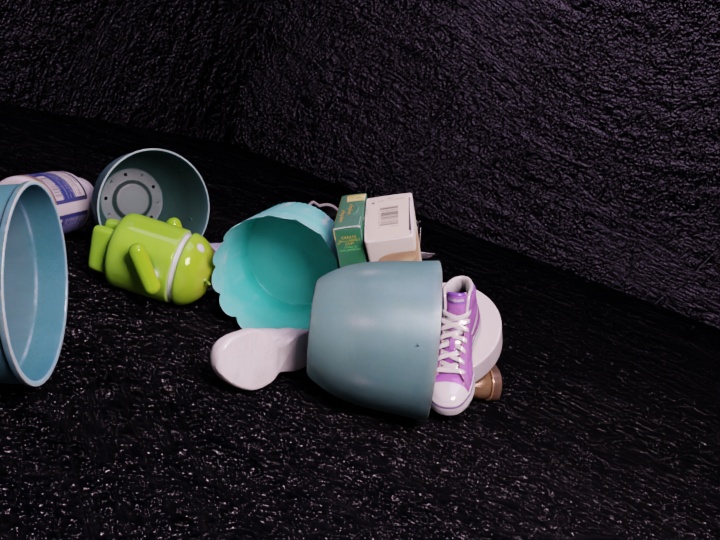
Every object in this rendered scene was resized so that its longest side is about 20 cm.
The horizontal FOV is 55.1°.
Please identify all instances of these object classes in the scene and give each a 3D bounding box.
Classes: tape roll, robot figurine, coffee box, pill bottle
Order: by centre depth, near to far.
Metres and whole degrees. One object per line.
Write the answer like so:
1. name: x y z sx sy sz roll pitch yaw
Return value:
1. coffee box: 0.000 0.000 1.037 0.043 0.204 0.124 -5 29 9
2. robot figurine: -0.315 -0.016 1.072 0.196 0.118 0.176 17 16 0
3. tape roll: 0.122 0.100 1.080 0.198 0.038 0.205 -7 41 6
4. pill bottle: -0.543 -0.115 1.207 0.109 0.113 0.200 17 12 2

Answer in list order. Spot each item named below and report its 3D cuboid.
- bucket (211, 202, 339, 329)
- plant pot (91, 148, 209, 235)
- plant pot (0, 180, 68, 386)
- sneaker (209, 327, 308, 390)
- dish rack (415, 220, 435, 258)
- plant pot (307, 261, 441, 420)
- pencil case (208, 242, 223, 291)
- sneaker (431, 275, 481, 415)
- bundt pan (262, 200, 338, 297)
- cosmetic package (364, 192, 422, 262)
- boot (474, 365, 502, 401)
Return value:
1. bucket: -0.116 -0.004 1.078 0.203 0.211 0.135 18 20 5
2. plant pot: -0.397 -0.120 1.261 0.197 0.205 0.160 8 5 -35
3. plant pot: -0.411 0.015 0.678 0.184 0.205 0.200 -1 15 -9
4. sneaker: -0.146 0.108 0.911 0.087 0.077 0.199 9 1 27
5. dish rack: 0.112 0.010 1.309 0.053 0.205 0.153 4 -2 -1
6. plant pot: 0.015 0.081 0.899 0.157 0.205 0.201 6 12 1
7. pencil case: -0.215 -0.008 1.253 0.090 0.084 0.199 34 19 28
8. sneaker: 0.127 0.094 0.970 0.071 0.116 0.203 2 45 14
9. bundt pan: -0.097 -0.024 1.241 0.199 0.206 0.075 9 4 -33
10. cosmetic package: 0.057 -0.001 1.028 0.069 0.202 0.106 -6 42 8
11. boot: 0.160 0.146 1.136 0.074 0.075 0.200 3 18 -14
